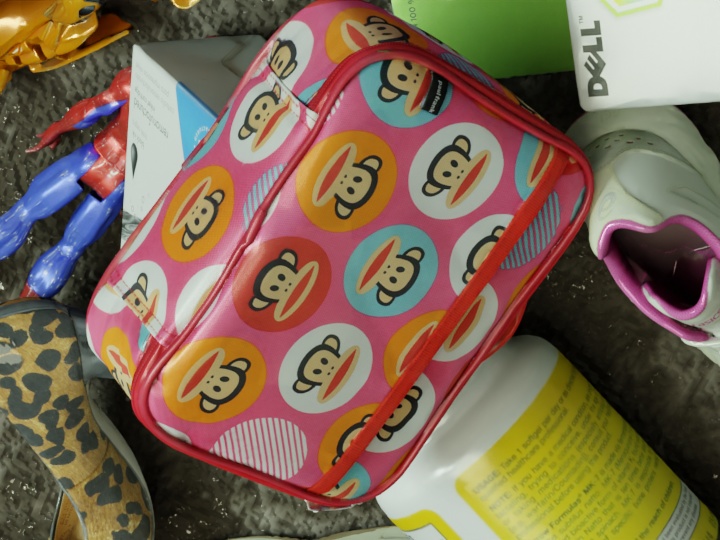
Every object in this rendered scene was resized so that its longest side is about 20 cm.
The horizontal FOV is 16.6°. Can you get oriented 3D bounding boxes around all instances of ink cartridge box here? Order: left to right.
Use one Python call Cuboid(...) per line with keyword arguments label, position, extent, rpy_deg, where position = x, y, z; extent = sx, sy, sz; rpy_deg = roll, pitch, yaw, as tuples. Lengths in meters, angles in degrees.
Cuboid(label="ink cartridge box", position=(-0.061, 0.006, 1.136), extent=(0.068, 0.116, 0.201), rpy_deg=(-7, 118, -26))
Cuboid(label="ink cartridge box", position=(0.094, -0.146, 1.059), extent=(0.199, 0.076, 0.148), rpy_deg=(-4, 107, 19))

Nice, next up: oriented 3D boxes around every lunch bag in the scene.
Cuboid(label="lunch bag", position=(0.000, 0.000, 1.047), extent=(0.176, 0.082, 0.200), rpy_deg=(27, 103, -38))

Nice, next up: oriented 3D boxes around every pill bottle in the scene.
Cuboid(label="pill bottle", position=(0.079, 0.104, 1.172), extent=(0.114, 0.114, 0.200), rpy_deg=(-39, 100, 28))

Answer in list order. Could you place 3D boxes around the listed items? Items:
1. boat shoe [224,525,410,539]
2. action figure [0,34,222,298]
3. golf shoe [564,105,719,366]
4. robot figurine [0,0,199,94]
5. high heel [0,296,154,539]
Cuboid(label="boat shoe", position=(-0.039, 0.180, 1.272), extent=(0.199, 0.065, 0.072), rpy_deg=(-11, 113, 22))
Cuboid(label="action figure", position=(-0.130, -0.044, 1.201), extent=(0.065, 0.052, 0.200), rpy_deg=(42, 114, -12))
Cuboid(label="golf shoe", position=(0.160, 0.013, 1.101), extent=(0.075, 0.092, 0.200), rpy_deg=(-36, 118, 28))
Cuboid(label="robot figurine", position=(-0.139, -0.133, 1.116), extent=(0.200, 0.145, 0.058), rpy_deg=(-22, 74, 34))
Cuboid(label="high heel", position=(-0.167, 0.104, 1.235), extent=(0.142, 0.071, 0.200), rpy_deg=(12, 113, -33))
